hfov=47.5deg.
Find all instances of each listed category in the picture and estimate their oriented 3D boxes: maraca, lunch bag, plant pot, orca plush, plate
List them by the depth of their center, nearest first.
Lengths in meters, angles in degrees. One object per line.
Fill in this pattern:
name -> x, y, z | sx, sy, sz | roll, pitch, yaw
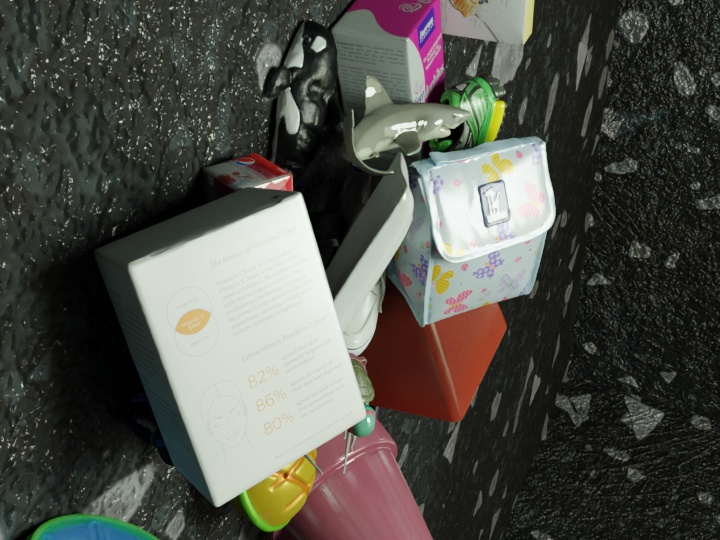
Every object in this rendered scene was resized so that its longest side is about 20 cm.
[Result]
plate -> 0.001, -0.014, 0.848 | 0.202, 0.032, 0.201 | -57, -172, 15
orca plush -> -0.053, -0.154, 0.849 | 0.204, 0.070, 0.105 | -69, 157, -14
maraca -> -0.107, 0.179, 0.895 | 0.137, 0.105, 0.205 | 4, 75, -69
lunch bag -> 0.129, -0.052, 0.959 | 0.166, 0.128, 0.203 | -14, 133, -21
plant pot -> -0.007, 0.309, 1.011 | 0.198, 0.180, 0.202 | -31, 151, -19
plant pot -> 0.071, 0.059, 1.136 | 0.201, 0.196, 0.179 | -53, 138, -41

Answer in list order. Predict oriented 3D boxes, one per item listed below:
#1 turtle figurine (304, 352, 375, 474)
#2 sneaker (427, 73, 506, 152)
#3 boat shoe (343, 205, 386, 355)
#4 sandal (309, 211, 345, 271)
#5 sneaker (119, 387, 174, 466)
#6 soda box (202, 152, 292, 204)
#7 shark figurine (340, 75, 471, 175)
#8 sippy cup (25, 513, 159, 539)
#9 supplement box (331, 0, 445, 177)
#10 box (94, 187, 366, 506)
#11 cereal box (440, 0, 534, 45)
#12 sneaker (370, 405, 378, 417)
turtle figurine -> -0.033, 0.126, 0.877 | 0.101, 0.202, 0.149 | -44, 138, 15
sneaker -> 0.113, -0.144, 1.013 | 0.083, 0.078, 0.204 | -14, 131, -26
boat shoe -> 0.005, 0.001, 1.007 | 0.087, 0.073, 0.206 | 118, -11, -56
sandal -> -0.065, -0.005, 0.948 | 0.200, 0.042, 0.078 | -45, 143, -51
sneaker -> -0.158, 0.098, 0.746 | 0.115, 0.079, 0.204 | -38, 139, -58
soda box -> -0.105, -0.004, 0.800 | 0.062, 0.070, 0.204 | -22, 127, -33
shark figurine -> 0.015, -0.161, 0.874 | 0.213, 0.126, 0.092 | -31, 114, -50
sippy cup -> -0.224, 0.293, 0.663 | 0.175, 0.139, 0.133 | 19, 99, -29
supplement box -> 0.040, -0.221, 0.990 | 0.102, 0.101, 0.203 | -57, 150, -36
box -> -0.104, 0.054, 0.670 | 0.150, 0.106, 0.205 | -25, 109, -27
cereal box -> 0.103, -0.345, 0.936 | 0.040, 0.196, 0.146 | -51, 147, -42
sneaker -> -0.016, 0.269, 1.197 | 0.088, 0.074, 0.203 | 72, 39, -62
